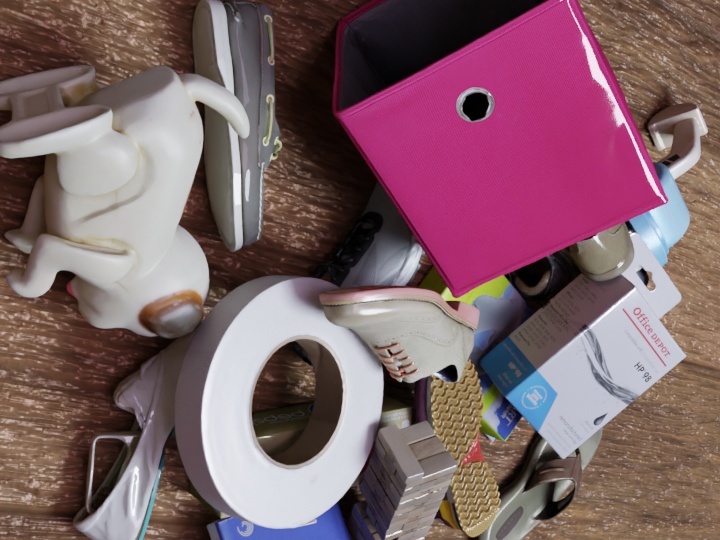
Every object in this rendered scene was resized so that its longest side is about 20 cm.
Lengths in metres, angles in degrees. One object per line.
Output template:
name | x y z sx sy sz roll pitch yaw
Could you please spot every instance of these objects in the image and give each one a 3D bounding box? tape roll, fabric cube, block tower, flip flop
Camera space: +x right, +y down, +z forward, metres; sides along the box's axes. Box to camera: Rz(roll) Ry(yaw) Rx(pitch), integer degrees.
tape roll | -0.060 0.105 0.823 0.202 0.037 0.204 -5 97 -47
fabric cube | 0.110 -0.137 0.847 0.196 0.200 0.200 -25 121 17
block tower | 0.030 0.218 0.928 0.058 0.054 0.200 -14 140 -27
flip flop | 0.203 0.237 1.110 0.200 0.058 0.081 -44 120 -20

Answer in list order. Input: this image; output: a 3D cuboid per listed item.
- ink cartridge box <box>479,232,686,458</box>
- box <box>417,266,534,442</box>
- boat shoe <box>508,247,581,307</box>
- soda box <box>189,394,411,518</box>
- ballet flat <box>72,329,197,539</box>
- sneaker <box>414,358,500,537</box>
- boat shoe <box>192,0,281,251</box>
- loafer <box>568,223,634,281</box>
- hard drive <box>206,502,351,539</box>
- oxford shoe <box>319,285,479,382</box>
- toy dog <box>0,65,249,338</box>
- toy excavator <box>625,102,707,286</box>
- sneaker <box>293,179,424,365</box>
ink cartridge box | 0.231 0.073 0.993 0.200 0.067 0.116 -41 121 5
box | 0.126 0.079 1.035 0.122 0.048 0.200 -52 122 -14
boat shoe | 0.180 0.001 1.033 0.201 0.072 0.066 55 47 -23
soda box | -0.051 0.161 0.919 0.199 0.064 0.068 -6 102 -34
ballet flat | -0.180 0.130 0.831 0.069 0.069 0.201 22 87 -35
sneaker | 0.071 0.160 0.984 0.075 0.090 0.201 -24 112 -37
boat shoe | -0.094 -0.117 0.831 0.060 0.072 0.203 -8 100 -28
loafer | 0.206 -0.087 0.980 0.076 0.200 0.067 -28 148 11
hard drive | -0.047 0.298 0.906 0.132 0.025 0.201 -14 81 -44
oxford shoe | 0.039 0.054 0.845 0.200 0.071 0.074 15 76 -49
toy dog | -0.175 -0.044 0.759 0.193 0.140 0.201 -20 123 -22
toy excavator | 0.307 -0.086 1.084 0.200 0.195 0.100 -30 118 5
sneaker | 0.000 0.000 0.919 0.079 0.074 0.201 20 88 -30
